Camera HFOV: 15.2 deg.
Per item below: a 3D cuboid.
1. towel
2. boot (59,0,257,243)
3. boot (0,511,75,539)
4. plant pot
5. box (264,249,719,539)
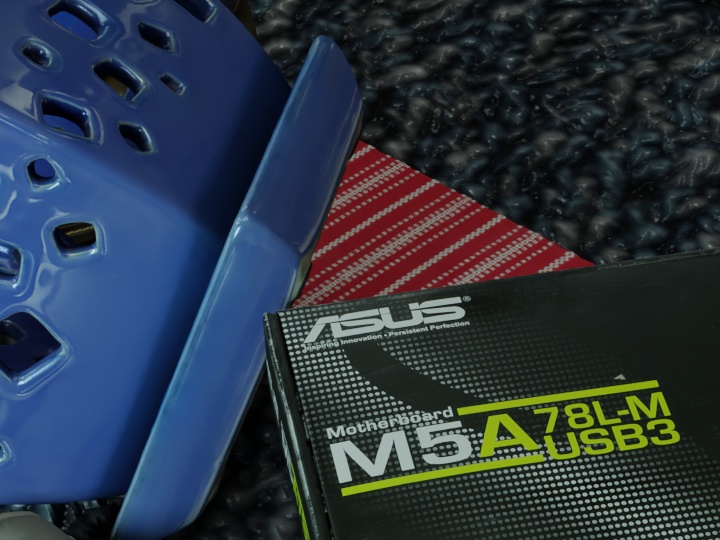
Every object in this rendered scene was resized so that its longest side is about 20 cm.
[{"bbox_3d":[0.000,0.000,1.274,0.199,0.023,0.144,30,46,34],"label":"towel"},{"bbox_3d":[-0.118,-0.090,1.321,0.074,0.097,0.200,22,41,24],"label":"boot"},{"bbox_3d":[-0.117,0.171,0.984,0.199,0.073,0.181,27,39,32],"label":"boot"},{"bbox_3d":[-0.112,-0.015,1.126,0.179,0.201,0.200,22,31,-3],"label":"plant pot"},{"bbox_3d":[0.076,0.076,0.981,0.199,0.048,0.194,-8,42,-6],"label":"box"}]
